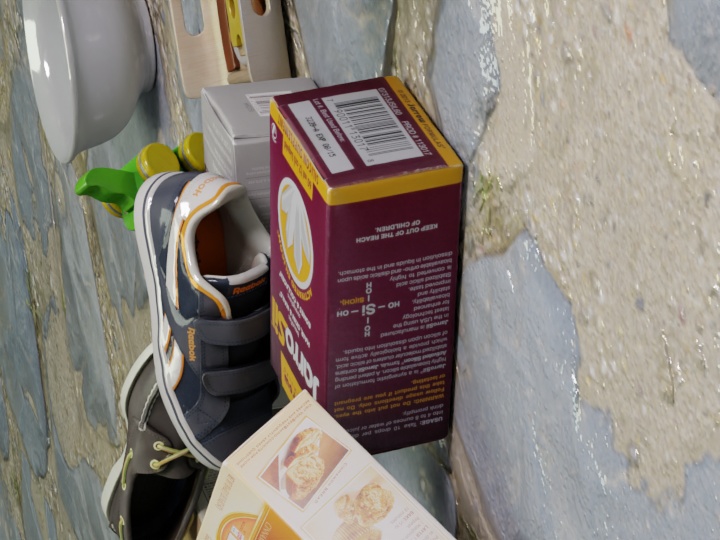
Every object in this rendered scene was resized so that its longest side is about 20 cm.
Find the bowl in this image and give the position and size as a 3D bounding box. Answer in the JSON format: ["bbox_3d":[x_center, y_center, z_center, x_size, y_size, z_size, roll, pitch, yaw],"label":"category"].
[{"bbox_3d":[-0.235,-0.200,2.055,0.201,0.090,0.203,170,90,-74],"label":"bowl"}]

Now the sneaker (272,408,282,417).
[{"bbox_3d":[-0.055,0.085,1.677,0.200,0.060,0.105,124,130,-73],"label":"sneaker"}]

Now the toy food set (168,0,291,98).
[{"bbox_3d":[-0.106,-0.199,1.679,0.200,0.060,0.145,-173,74,-73],"label":"toy food set"}]

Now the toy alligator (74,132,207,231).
[{"bbox_3d":[-0.116,-0.061,1.622,0.059,0.199,0.055,-34,80,40],"label":"toy alligator"}]

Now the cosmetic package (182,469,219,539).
[{"bbox_3d":[-0.082,0.182,1.749,0.200,0.104,0.072,-120,26,-52],"label":"cosmetic package"}]

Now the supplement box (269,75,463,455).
[{"bbox_3d":[0.000,0.000,1.401,0.111,0.085,0.201,-122,27,-51],"label":"supplement box"}]

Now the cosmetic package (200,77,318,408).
[{"bbox_3d":[-0.055,-0.018,1.573,0.107,0.089,0.202,-127,35,-62],"label":"cosmetic package"}]

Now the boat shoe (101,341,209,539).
[{"bbox_3d":[-0.137,0.129,1.666,0.061,0.071,0.202,-118,34,-41],"label":"boat shoe"}]

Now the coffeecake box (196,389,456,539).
[{"bbox_3d":[0.001,0.190,1.383,0.200,0.073,0.154,44,153,11],"label":"coffeecake box"}]

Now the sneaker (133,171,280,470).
[{"bbox_3d":[-0.087,0.035,1.486,0.079,0.078,0.201,0,109,46],"label":"sneaker"}]
